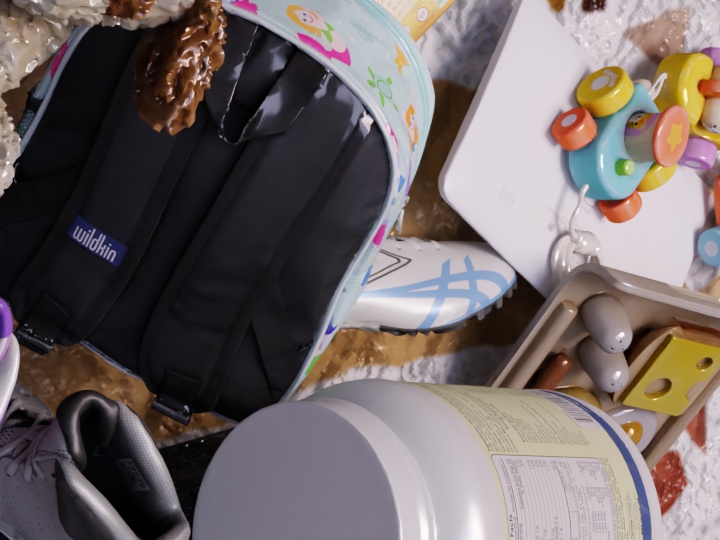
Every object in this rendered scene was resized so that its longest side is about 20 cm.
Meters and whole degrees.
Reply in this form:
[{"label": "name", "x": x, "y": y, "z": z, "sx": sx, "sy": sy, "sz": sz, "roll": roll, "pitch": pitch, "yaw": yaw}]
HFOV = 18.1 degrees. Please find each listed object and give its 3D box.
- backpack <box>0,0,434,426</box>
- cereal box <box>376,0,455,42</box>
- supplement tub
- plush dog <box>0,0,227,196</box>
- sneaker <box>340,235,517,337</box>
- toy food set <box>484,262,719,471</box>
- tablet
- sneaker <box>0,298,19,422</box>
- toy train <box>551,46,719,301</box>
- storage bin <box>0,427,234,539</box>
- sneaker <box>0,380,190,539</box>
[{"label": "backpack", "x": -0.062, "y": -0.053, "z": 1.025, "sx": 0.177, "sy": 0.151, "sz": 0.200, "roll": 28, "pitch": 129, "yaw": -1}, {"label": "cereal box", "x": -0.054, "y": -0.165, "z": 1.111, "sx": 0.144, "sy": 0.039, "sz": 0.200, "roll": -47, "pitch": 122, "yaw": -12}, {"label": "supplement tub", "x": 0.033, "y": 0.125, "z": 1.050, "sx": 0.200, "sy": 0.145, "sz": 0.146, "roll": 7, "pitch": 100, "yaw": -50}, {"label": "plush dog", "x": -0.131, "y": -0.139, "z": 0.899, "sx": 0.171, "sy": 0.161, "sz": 0.201, "roll": -4, "pitch": 123, "yaw": 14}, {"label": "sneaker", "x": 0.000, "y": 0.000, "z": 1.173, "sx": 0.199, "sy": 0.072, "sz": 0.073, "roll": -7, "pitch": 99, "yaw": -33}, {"label": "toy food set", "x": 0.139, "y": 0.088, "z": 1.246, "sx": 0.143, "sy": 0.061, "sz": 0.200, "roll": 14, "pitch": 125, "yaw": -33}, {"label": "tablet", "x": 0.123, "y": -0.043, "z": 1.239, "sx": 0.200, "sy": 0.014, "sz": 0.131, "roll": 42, "pitch": 62, "yaw": -38}, {"label": "sneaker", "x": -0.191, "y": 0.007, "z": 0.988, "sx": 0.073, "sy": 0.114, "sz": 0.201, "roll": 24, "pitch": 53, "yaw": -47}, {"label": "toy train", "x": 0.188, "y": -0.048, "z": 1.255, "sx": 0.199, "sy": 0.055, "sz": 0.151, "roll": -9, "pitch": 97, "yaw": -45}, {"label": "storage bin", "x": -0.083, "y": 0.168, "z": 1.151, "sx": 0.199, "sy": 0.094, "sz": 0.136, "roll": -15, "pitch": 110, "yaw": -29}, {"label": "sneaker", "x": -0.151, "y": 0.071, "z": 1.021, "sx": 0.200, "sy": 0.116, "sz": 0.075, "roll": 36, "pitch": 55, "yaw": 8}]
